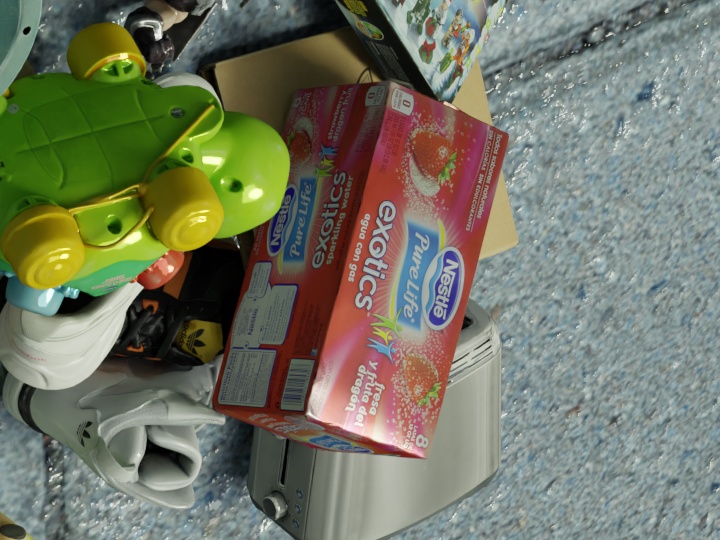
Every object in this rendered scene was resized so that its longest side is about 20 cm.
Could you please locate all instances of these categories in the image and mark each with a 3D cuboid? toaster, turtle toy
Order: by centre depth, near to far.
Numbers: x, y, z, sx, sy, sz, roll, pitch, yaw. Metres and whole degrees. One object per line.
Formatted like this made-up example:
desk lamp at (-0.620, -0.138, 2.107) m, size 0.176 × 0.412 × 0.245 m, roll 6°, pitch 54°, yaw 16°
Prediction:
turtle toy at (-0.128, -0.045, 1.471) m, size 0.199 × 0.146 × 0.101 m, roll -14°, pitch 144°, yaw -21°
toaster at (0.018, 0.089, 1.860) m, size 0.199 × 0.114 × 0.130 m, roll -23°, pitch 133°, yaw -32°

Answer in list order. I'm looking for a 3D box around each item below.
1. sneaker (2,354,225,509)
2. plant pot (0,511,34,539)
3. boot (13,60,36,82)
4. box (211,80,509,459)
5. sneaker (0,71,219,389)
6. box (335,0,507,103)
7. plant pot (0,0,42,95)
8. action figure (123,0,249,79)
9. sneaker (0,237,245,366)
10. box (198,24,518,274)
sneaker at (-0.109, 0.087, 1.712) m, size 0.199 × 0.115 × 0.075 m, roll -3°, pitch 124°, yaw -46°
plant pot at (-0.287, 0.204, 1.555) m, size 0.198 × 0.200 × 0.182 m, roll -8°, pitch 120°, yaw -43°
boot at (-0.242, -0.011, 1.527) m, size 0.200 × 0.066 × 0.176 m, roll -38°, pitch 143°, yaw -21°
box at (0.000, 0.000, 1.635) m, size 0.095 × 0.099 × 0.201 m, roll 22°, pitch 77°, yaw -35°
sneaker at (-0.130, -0.029, 1.574) m, size 0.201 × 0.078 × 0.099 m, roll -63°, pitch 180°, yaw -18°
box at (0.033, -0.203, 1.653) m, size 0.137 × 0.040 × 0.200 m, roll -62°, pitch 147°, yaw -18°
plant pot at (-0.236, -0.141, 1.362) m, size 0.200 × 0.134 × 0.201 m, roll -29°, pitch 139°, yaw -29°
action figure at (-0.109, -0.171, 1.536) m, size 0.200 × 0.069 × 0.131 m, roll 14°, pitch 100°, yaw -56°
sneaker at (-0.124, 0.021, 1.661) m, size 0.199 × 0.090 × 0.070 m, roll -7°, pitch 125°, yaw -45°
box at (0.003, -0.066, 1.717) m, size 0.199 × 0.021 × 0.164 m, roll -19°, pitch 100°, yaw -38°
